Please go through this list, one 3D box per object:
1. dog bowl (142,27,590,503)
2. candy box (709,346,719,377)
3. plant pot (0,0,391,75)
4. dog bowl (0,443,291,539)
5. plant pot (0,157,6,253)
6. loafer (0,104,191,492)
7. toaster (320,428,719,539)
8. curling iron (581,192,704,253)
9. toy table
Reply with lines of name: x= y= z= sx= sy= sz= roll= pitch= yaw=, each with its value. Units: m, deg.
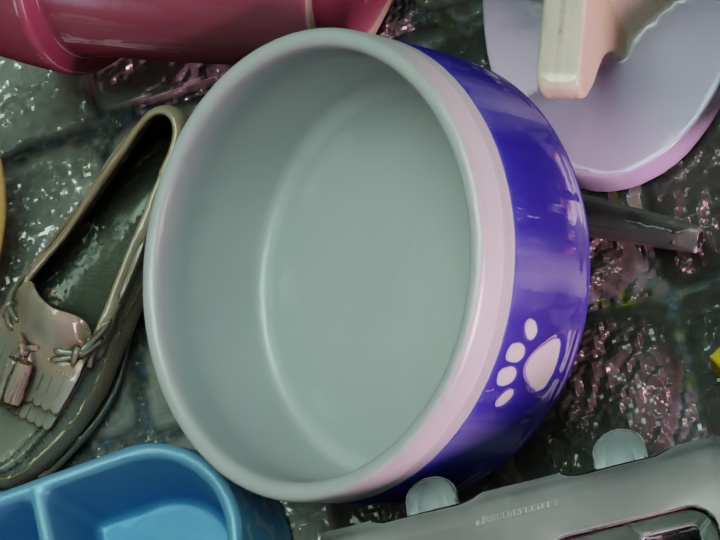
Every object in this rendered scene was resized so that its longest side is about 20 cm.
dog bowl: x=0.000 y=0.000 z=1.039 sx=0.199 sy=0.078 sz=0.202 roll=-6 pitch=82 yaw=42
candy box: x=0.256 y=0.005 z=1.037 sx=0.200 sy=0.026 sz=0.102 roll=-44 pitch=61 yaw=-3
plant pot: x=-0.077 y=-0.177 z=1.110 sx=0.178 sy=0.200 sz=0.201 roll=17 pitch=75 yaw=20
dog bowl: x=-0.131 y=0.144 z=1.086 sx=0.198 sy=0.050 sz=0.112 roll=-20 pitch=66 yaw=9
plant pot: x=-0.301 y=-0.038 z=1.136 sx=0.188 sy=0.201 sz=0.202 roll=27 pitch=79 yaw=38
loafer: x=-0.134 y=0.009 z=1.130 sx=0.072 sy=0.063 sz=0.201 roll=29 pitch=80 yaw=24
toaster: x=0.086 y=0.177 z=0.972 sx=0.179 sy=0.119 sz=0.202 roll=-14 pitch=67 yaw=12
curling iron: x=0.063 y=-0.040 z=1.102 sx=0.199 sy=0.050 sz=0.026 roll=21 pitch=50 yaw=23
toy table: x=0.107 y=-0.150 z=1.091 sx=0.182 sy=0.117 sz=0.202 roll=-11 pitch=68 yaw=13
